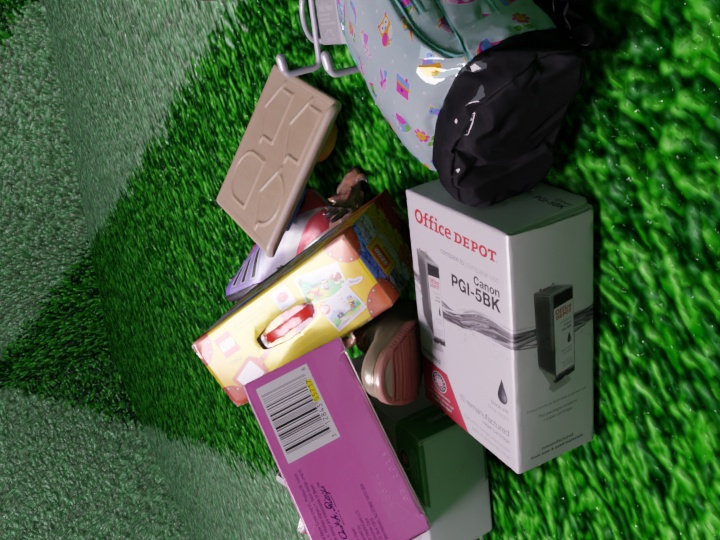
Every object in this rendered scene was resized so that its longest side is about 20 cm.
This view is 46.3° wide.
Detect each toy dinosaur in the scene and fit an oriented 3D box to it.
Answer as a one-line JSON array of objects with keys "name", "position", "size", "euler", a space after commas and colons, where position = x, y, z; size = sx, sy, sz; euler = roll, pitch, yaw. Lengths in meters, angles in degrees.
[{"name": "toy dinosaur", "position": [0.000, 0.000, 0.916], "size": [0.201, 0.085, 0.136], "euler": [54, 128, 11]}]

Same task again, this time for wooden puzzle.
[{"name": "wooden puzzle", "position": [-0.092, -0.130, 0.990], "size": [0.188, 0.046, 0.200], "euler": [-64, 34, 12]}]

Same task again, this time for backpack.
[{"name": "backpack", "position": [0.064, -0.165, 0.602], "size": [0.168, 0.125, 0.202], "euler": [105, 143, -56]}]

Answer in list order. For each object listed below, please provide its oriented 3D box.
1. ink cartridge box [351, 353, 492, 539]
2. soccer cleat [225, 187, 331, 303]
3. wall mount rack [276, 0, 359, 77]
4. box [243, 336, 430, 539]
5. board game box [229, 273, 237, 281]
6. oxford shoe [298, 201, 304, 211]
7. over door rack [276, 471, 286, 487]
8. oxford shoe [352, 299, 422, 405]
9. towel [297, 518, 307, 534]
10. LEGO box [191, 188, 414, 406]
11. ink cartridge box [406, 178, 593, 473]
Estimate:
[{"name": "ink cartridge box", "position": [0.050, 0.191, 0.921], "size": [0.199, 0.082, 0.149], "euler": [31, 134, 56]}, {"name": "soccer cleat", "position": [-0.102, -0.026, 1.041], "size": [0.199, 0.068, 0.074], "euler": [-32, 87, 32]}, {"name": "wall mount rack", "position": [-0.049, -0.283, 0.831], "size": [0.199, 0.074, 0.177], "euler": [23, 126, 59]}, {"name": "box", "position": [-0.021, 0.183, 0.783], "size": [0.178, 0.095, 0.200], "euler": [63, 173, 17]}, {"name": "board game box", "position": [-0.132, 0.102, 1.284], "size": [0.119, 0.032, 0.203], "euler": [9, 126, 60]}, {"name": "oxford shoe", "position": [-0.089, -0.010, 1.121], "size": [0.073, 0.070, 0.203], "euler": [-72, -10, -56]}, {"name": "over door rack", "position": [-0.080, 0.157, 1.094], "size": [0.149, 0.065, 0.202], "euler": [101, -178, -49]}, {"name": "oxford shoe", "position": [0.024, 0.073, 0.778], "size": [0.200, 0.072, 0.072], "euler": [-32, -56, -72]}, {"name": "towel", "position": [-0.032, 0.230, 1.027], "size": [0.200, 0.029, 0.149], "euler": [22, -112, -74]}, {"name": "LEGO box", "position": [-0.045, 0.024, 0.816], "size": [0.199, 0.149, 0.078], "euler": [-35, 97, 26]}, {"name": "ink cartridge box", "position": [0.112, 0.033, 0.681], "size": [0.146, 0.082, 0.203], "euler": [32, 135, 57]}]
